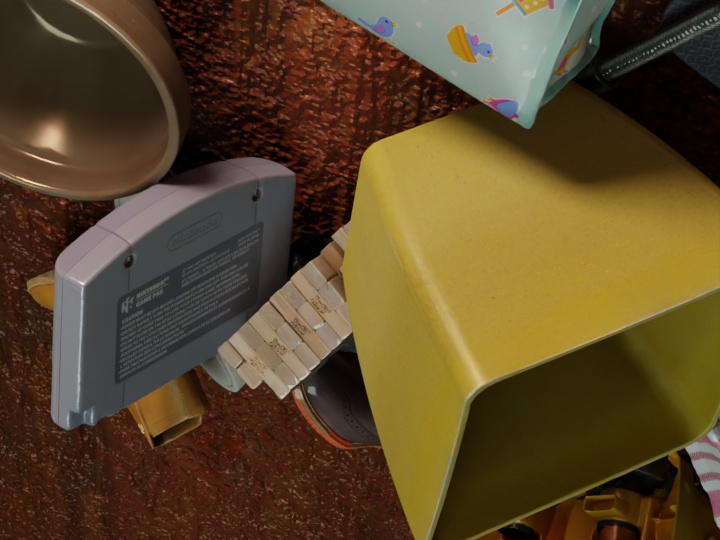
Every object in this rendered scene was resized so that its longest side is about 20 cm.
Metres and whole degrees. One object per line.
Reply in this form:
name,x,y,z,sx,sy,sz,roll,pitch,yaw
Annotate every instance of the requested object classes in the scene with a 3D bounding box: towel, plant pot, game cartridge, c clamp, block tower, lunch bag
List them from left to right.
plant pot,-0.189,-0.143,1.355,0.200,0.093,0.201,16,144,12
game cartridge,-0.119,0.006,1.390,0.040,0.200,0.134,31,129,27
block tower,0.000,0.000,1.390,0.054,0.058,0.200,47,113,3
lunch bag,0.067,-0.200,1.110,0.170,0.122,0.200,34,138,11
plant pot,0.092,0.012,1.234,0.177,0.199,0.200,59,159,27
c clamp,0.154,-0.146,1.196,0.171,0.027,0.200,50,144,-5
towel,0.225,0.123,1.384,0.201,0.030,0.146,63,178,-1

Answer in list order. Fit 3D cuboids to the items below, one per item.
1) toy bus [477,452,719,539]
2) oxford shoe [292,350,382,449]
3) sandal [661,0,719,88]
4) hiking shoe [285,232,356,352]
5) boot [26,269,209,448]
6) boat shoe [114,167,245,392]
toy bus,0.184,0.219,1.605,0.199,0.136,0.192,-7,151,38
oxford shoe,0.027,0.092,1.539,0.072,0.072,0.200,-17,152,34
sandal,0.256,-0.096,1.220,0.200,0.043,0.076,44,140,-10
hiking shoe,0.030,0.007,1.442,0.199,0.076,0.101,-3,141,33
boot,-0.169,0.057,1.536,0.145,0.071,0.201,67,159,-2
boat shoe,-0.106,-0.004,1.505,0.075,0.062,0.200,21,145,49
